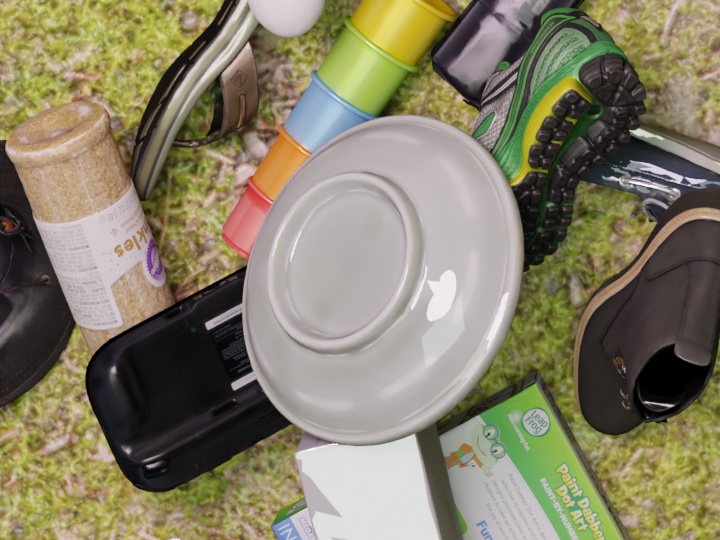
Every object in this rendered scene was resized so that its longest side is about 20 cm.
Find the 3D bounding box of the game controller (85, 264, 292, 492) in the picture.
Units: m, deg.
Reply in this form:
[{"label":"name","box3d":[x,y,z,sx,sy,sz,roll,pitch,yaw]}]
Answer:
[{"label":"game controller","box3d":[-0.072,0.055,1.582,0.199,0.042,0.105,-28,103,-17]}]

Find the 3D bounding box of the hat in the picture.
[{"label":"hat","box3d":[-0.266,-0.003,1.600,0.081,0.200,0.202,33,104,39]}]

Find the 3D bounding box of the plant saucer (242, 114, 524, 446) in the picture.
[{"label":"plant saucer","box3d":[0.000,0.000,1.486,0.199,0.050,0.202,-13,68,34]}]

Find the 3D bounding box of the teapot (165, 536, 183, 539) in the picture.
[{"label":"teapot","box3d":[-0.117,0.289,1.609,0.197,0.146,0.200,-40,94,10]}]

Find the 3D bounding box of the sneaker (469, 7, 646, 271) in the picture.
[{"label":"sneaker","box3d":[0.097,-0.071,1.527,0.078,0.086,0.200,14,129,-33]}]

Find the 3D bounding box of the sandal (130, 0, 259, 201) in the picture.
[{"label":"sandal","box3d":[-0.081,-0.122,1.577,0.057,0.080,0.201,34,101,-15]}]

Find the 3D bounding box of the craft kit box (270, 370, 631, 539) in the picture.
[{"label":"craft kit box","box3d":[0.076,0.198,1.628,0.197,0.049,0.201,-28,96,12]}]

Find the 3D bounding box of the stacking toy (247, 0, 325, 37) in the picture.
[{"label":"stacking toy","box3d":[-0.053,-0.238,1.507,0.145,0.146,0.202,-11,91,7]}]

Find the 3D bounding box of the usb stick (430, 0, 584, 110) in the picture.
[{"label":"usb stick","box3d":[0.120,-0.187,1.567,0.055,0.033,0.200,40,101,5]}]

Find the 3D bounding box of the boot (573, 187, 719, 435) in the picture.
[{"label":"boot","box3d":[0.166,0.062,1.514,0.077,0.139,0.201,19,134,1]}]

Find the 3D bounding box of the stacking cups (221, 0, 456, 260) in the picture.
[{"label":"stacking cups","box3d":[-0.018,-0.094,1.589,0.060,0.061,0.201,34,106,-1]}]

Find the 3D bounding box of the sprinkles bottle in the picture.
[{"label":"sprinkles bottle","box3d":[-0.156,-0.003,1.575,0.068,0.068,0.201,-15,117,8]}]

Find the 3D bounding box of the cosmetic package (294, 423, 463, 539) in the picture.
[{"label":"cosmetic package","box3d":[0.024,0.185,1.555,0.081,0.113,0.201,-14,96,7]}]

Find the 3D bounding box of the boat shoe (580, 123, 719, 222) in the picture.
[{"label":"boat shoe","box3d":[0.185,-0.055,1.560,0.199,0.075,0.062,22,99,3]}]
